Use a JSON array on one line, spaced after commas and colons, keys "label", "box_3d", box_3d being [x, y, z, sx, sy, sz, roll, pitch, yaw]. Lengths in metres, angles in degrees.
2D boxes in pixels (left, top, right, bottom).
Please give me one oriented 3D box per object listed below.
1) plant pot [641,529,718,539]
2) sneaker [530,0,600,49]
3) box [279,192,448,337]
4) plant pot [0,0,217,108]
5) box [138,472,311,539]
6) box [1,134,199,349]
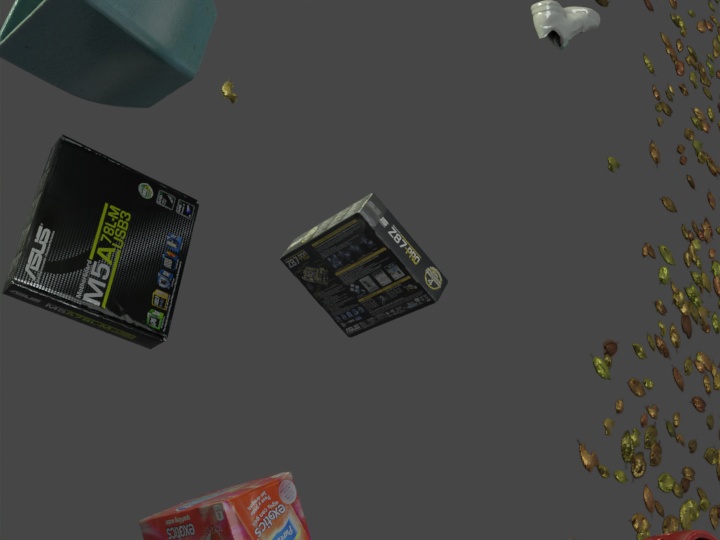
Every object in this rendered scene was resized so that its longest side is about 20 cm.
[{"label": "plant pot", "box_3d": [0.494, 0.532, 1.380, 0.198, 0.181, 0.204, 16, 63, -34]}, {"label": "sneaker", "box_3d": [0.443, -0.522, 1.840, 0.197, 0.075, 0.090, -4, 88, -35]}, {"label": "box", "box_3d": [0.000, 0.000, 1.162, 0.161, 0.199, 0.049, 46, 51, -14]}, {"label": "plant pot", "box_3d": [-0.295, -0.319, 1.055, 0.199, 0.194, 0.199, 34, 53, -36]}, {"label": "box", "box_3d": [-0.148, 0.293, 0.921, 0.094, 0.199, 0.101, -13, 81, -43]}, {"label": "box", "box_3d": [-0.304, -0.032, 1.023, 0.191, 0.047, 0.203, 28, 56, -32]}]
